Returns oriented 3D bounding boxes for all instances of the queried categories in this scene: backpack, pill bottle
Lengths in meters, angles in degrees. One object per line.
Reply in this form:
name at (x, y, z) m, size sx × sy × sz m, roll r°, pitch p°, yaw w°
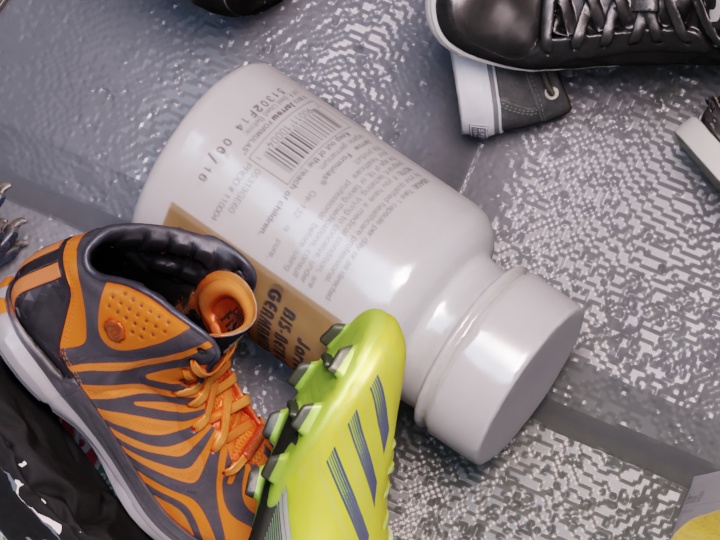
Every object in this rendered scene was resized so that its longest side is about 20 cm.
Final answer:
backpack at (-0.208, 0.152, 1.310) m, size 0.200 × 0.127 × 0.167 m, roll -39°, pitch 77°, yaw 7°
pill bottle at (0.000, 0.000, 1.335) m, size 0.200 × 0.114 × 0.115 m, roll 34°, pitch 86°, yaw 14°

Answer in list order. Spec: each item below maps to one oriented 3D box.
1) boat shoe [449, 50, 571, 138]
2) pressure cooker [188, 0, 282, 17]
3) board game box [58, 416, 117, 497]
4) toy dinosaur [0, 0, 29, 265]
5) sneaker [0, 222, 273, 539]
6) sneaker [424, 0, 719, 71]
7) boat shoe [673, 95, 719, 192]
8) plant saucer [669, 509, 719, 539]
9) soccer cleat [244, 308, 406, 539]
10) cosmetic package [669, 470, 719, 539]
boat shoe at (0.064, -0.166, 1.373) m, size 0.056 × 0.069 × 0.201 m, roll -7°, pitch 97°, yaw 4°
pressure cooker at (-0.094, -0.239, 1.370) m, size 0.200 × 0.179 × 0.176 m, roll 36°, pitch 47°, yaw 15°
board game box at (-0.138, 0.156, 1.373) m, size 0.095 × 0.030 × 0.201 m, roll -15°, pitch 79°, yaw 7°
toy dinosaur at (-0.248, -0.074, 1.398) m, size 0.181 × 0.105 × 0.200 m, roll 37°, pitch 88°, yaw 17°
sneaker at (-0.072, 0.059, 1.303) m, size 0.200 × 0.112 × 0.078 m, roll 43°, pitch 43°, yaw -19°
sneaker at (0.138, -0.129, 1.304) m, size 0.199 × 0.112 × 0.074 m, roll -3°, pitch 96°, yaw -16°
boat shoe at (0.232, -0.014, 1.325) m, size 0.060 × 0.074 × 0.200 m, roll -42°, pitch 67°, yaw 4°
plant saucer at (0.215, 0.181, 1.130) m, size 0.199 × 0.048 × 0.201 m, roll -12°, pitch 104°, yaw -33°
soccer cleat at (-0.012, 0.116, 1.270) m, size 0.083 × 0.065 × 0.201 m, roll 20°, pitch 95°, yaw -10°
cosmetic package at (0.156, 0.163, 1.231) m, size 0.051 × 0.200 × 0.151 m, roll 25°, pitch 82°, yaw -1°
